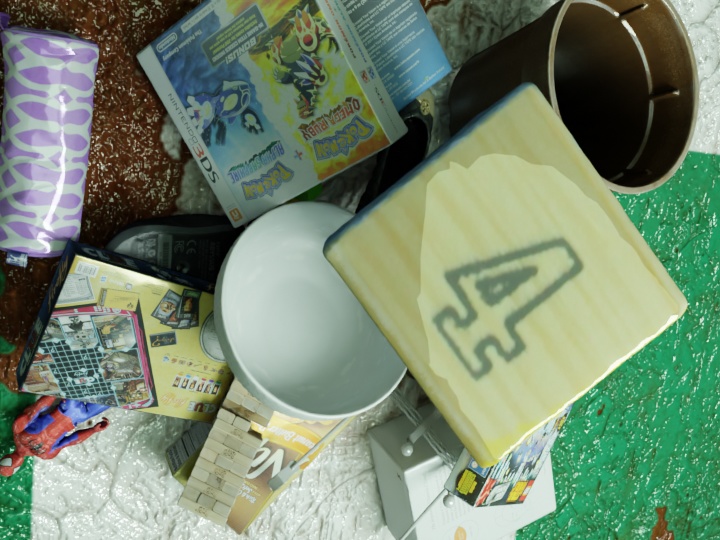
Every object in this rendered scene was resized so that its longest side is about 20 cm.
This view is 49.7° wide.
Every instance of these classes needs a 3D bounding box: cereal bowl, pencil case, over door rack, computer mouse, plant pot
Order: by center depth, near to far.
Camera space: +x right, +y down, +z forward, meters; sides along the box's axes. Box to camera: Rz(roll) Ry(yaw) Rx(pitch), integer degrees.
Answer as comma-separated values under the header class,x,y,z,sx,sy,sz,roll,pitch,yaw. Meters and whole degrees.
class,x,y,z,sx,sy,sz,roll,pitch,yaw
pencil case,-0.282,-0.112,0.683,0.083,0.084,0.205,11,100,-3
cereal bowl,-0.048,0.043,0.734,0.196,0.083,0.205,8,71,-25
computer mouse,-0.170,-0.007,0.782,0.196,0.053,0.142,0,112,-33
plant pot,0.203,-0.173,0.800,0.196,0.197,0.206,0,90,-27
over door rack,0.024,0.211,0.821,0.199,0.067,0.148,-39,82,-22

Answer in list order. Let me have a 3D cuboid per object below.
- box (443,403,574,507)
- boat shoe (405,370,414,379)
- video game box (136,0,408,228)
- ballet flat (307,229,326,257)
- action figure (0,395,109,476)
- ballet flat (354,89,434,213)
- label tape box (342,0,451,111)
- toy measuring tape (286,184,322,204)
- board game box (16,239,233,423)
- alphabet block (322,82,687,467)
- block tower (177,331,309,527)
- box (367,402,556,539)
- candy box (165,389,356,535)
class,x,y,z,sx,sy,sz,roll,pitch,yaw
box,0.164,0.178,0.819,0.139,0.039,0.199,-62,151,0
boat shoe,0.144,0.106,0.945,0.195,0.072,0.074,0,106,-25
video game box,-0.082,-0.157,0.685,0.184,0.197,0.047,59,35,-12
ballet flat,0.000,0.000,0.852,0.199,0.073,0.074,38,89,-29
action figure,-0.280,0.133,0.776,0.199,0.052,0.066,-40,122,-6
ballet flat,0.045,-0.108,0.819,0.066,0.056,0.204,31,69,-32
label tape box,-0.016,-0.246,0.769,0.143,0.063,0.202,-38,118,-10
toy measuring tape,-0.077,-0.146,0.754,0.072,0.074,0.203,-19,130,-18
board game box,-0.204,0.065,0.738,0.197,0.035,0.138,20,101,-38
alphabet block,0.101,-0.001,0.632,0.195,0.195,0.201,-37,95,3
block tower,-0.118,0.148,0.788,0.053,0.058,0.204,25,83,-5
box,0.127,0.247,0.960,0.196,0.106,0.156,-19,112,-18
candy box,-0.104,0.177,0.862,0.200,0.055,0.116,-45,117,-8
